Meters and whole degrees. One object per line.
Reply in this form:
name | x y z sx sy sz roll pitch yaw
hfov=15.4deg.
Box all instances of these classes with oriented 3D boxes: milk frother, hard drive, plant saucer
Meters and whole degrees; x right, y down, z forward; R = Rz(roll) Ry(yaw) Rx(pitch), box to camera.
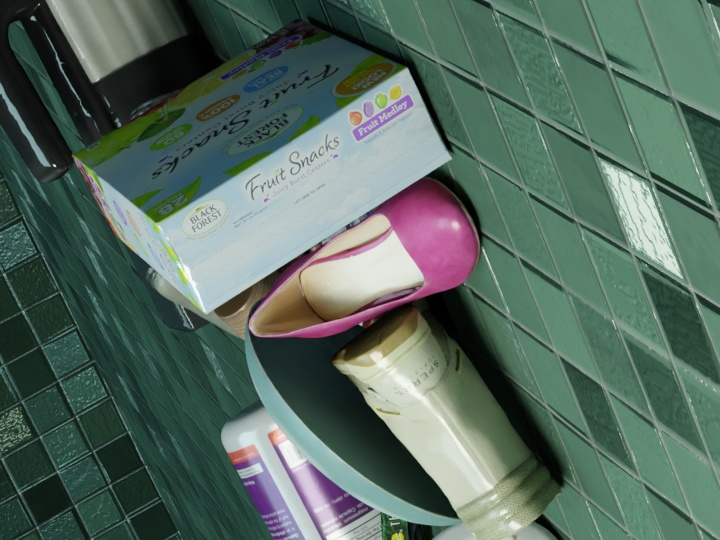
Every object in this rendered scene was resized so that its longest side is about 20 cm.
milk frother | -0.160 -0.167 1.903 0.199 0.180 0.189 -28 92 36
hard drive | -0.214 -0.033 2.646 0.201 0.033 0.140 63 169 -7
plant saucer | 0.001 0.094 1.713 0.200 0.027 0.200 35 -159 -16

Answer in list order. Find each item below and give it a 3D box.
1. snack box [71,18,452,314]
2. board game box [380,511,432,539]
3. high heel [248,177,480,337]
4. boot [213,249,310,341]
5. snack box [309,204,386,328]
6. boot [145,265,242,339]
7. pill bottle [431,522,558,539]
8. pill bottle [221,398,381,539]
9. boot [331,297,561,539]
snack box | -0.061 -0.066 1.546 0.068 0.168 0.200 62 168 -22
board game box | 0.031 0.172 1.819 0.105 0.023 0.201 56 -152 -65
high heel | 0.000 0.000 1.576 0.068 0.096 0.200 62 158 -6
boot | -0.047 0.005 1.919 0.155 0.073 0.201 38 -147 -36
snack box | -0.002 -0.015 1.774 0.072 0.024 0.200 60 169 12
boot | -0.062 0.042 1.963 0.200 0.068 0.131 22 -154 -55
pill bottle | 0.102 0.262 1.767 0.110 0.109 0.201 50 164 43
pill bottle | -0.020 0.186 2.115 0.201 0.112 0.112 62 169 -3
boot | 0.056 0.094 1.666 0.155 0.072 0.200 52 180 -2
